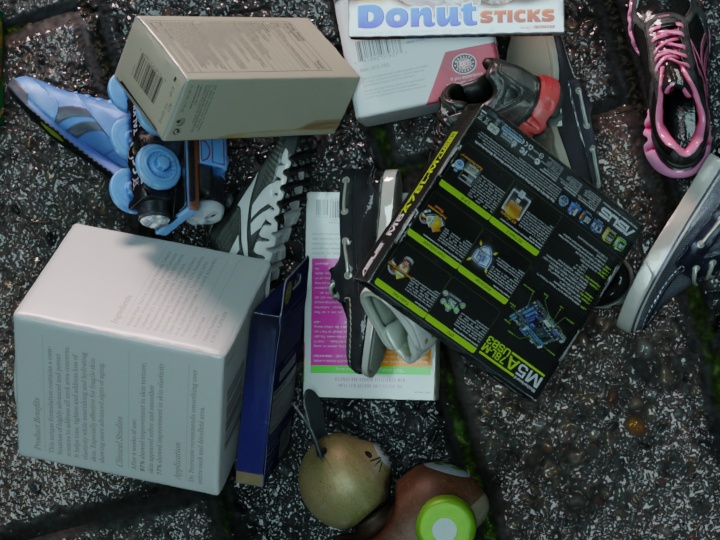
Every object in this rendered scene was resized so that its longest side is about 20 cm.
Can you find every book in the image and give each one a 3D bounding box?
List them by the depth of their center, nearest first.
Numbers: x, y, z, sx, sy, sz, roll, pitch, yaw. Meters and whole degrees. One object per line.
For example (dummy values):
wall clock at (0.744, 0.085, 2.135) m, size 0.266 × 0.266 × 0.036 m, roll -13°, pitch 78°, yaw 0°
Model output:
book at (0.011, 0.024, 1.749) m, size 0.133 × 0.048 × 0.200 m, roll 1°, pitch 88°, yaw 8°

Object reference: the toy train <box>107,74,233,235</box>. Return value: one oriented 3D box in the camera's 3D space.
toy train at (-0.175, -0.129, 1.711) m, size 0.114 × 0.087 × 0.200 m, roll 10°, pitch 63°, yaw -31°

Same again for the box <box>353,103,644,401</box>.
box at (0.126, -0.016, 1.606) m, size 0.200 × 0.048 × 0.193 m, roll 35°, pitch 85°, yaw -18°

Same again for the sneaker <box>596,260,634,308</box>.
sneaker at (0.167, -0.010, 1.697) m, size 0.200 × 0.087 × 0.074 m, roll 15°, pitch 88°, yaw -1°

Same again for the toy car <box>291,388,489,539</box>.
toy car at (0.007, 0.193, 1.683) m, size 0.158 × 0.164 × 0.200 m, roll -37°, pitch 88°, yaw 5°

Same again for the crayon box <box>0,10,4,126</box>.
crayon box at (-0.460, -0.203, 1.803) m, size 0.200 × 0.058 × 0.119 m, roll -1°, pitch 90°, yaw 7°

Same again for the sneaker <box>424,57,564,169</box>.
sneaker at (0.094, -0.118, 1.666) m, size 0.098 × 0.071 × 0.200 m, roll 31°, pitch 115°, yaw -23°

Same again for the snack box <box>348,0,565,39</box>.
snack box at (0.089, -0.252, 1.666) m, size 0.200 × 0.024 × 0.072 m, roll -1°, pitch 90°, yaw 5°

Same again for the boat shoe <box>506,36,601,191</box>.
boat shoe at (0.190, -0.152, 1.731) m, size 0.063 × 0.073 × 0.200 m, roll -4°, pitch 82°, yaw -35°

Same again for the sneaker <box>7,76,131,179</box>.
sneaker at (-0.254, -0.143, 1.778) m, size 0.200 × 0.066 × 0.078 m, roll 34°, pitch 82°, yaw 6°

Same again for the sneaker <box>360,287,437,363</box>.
sneaker at (0.075, 0.050, 1.675) m, size 0.200 × 0.074 × 0.116 m, roll 45°, pitch 61°, yaw -29°

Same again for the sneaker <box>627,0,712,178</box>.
sneaker at (0.295, -0.189, 1.689) m, size 0.079 × 0.095 × 0.200 m, roll -9°, pitch 87°, yaw 9°

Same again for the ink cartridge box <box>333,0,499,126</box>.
ink cartridge box at (0.051, -0.252, 1.725) m, size 0.145 × 0.083 × 0.200 m, roll -11°, pitch 88°, yaw 6°

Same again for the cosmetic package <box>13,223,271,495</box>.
cosmetic package at (-0.202, 0.081, 1.685) m, size 0.200 × 0.166 × 0.168 m, roll 11°, pitch 125°, yaw 7°

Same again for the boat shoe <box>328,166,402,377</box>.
boat shoe at (0.000, 0.000, 1.697) m, size 0.060 × 0.074 × 0.200 m, roll 4°, pitch 85°, yaw 12°

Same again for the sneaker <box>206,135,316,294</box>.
sneaker at (-0.105, -0.054, 1.742) m, size 0.090 × 0.066 × 0.200 m, roll 21°, pitch 106°, yaw 19°

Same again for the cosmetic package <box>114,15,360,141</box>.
cosmetic package at (-0.112, -0.178, 1.658) m, size 0.105 × 0.200 × 0.071 m, roll 52°, pitch 130°, yaw 34°

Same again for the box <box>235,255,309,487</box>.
box at (-0.082, 0.090, 1.701) m, size 0.032 × 0.121 × 0.200 m, roll 10°, pitch 104°, yaw 8°

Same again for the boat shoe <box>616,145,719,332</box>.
boat shoe at (0.326, -0.013, 1.692) m, size 0.093 × 0.075 × 0.200 m, roll 31°, pitch 94°, yaw 12°
